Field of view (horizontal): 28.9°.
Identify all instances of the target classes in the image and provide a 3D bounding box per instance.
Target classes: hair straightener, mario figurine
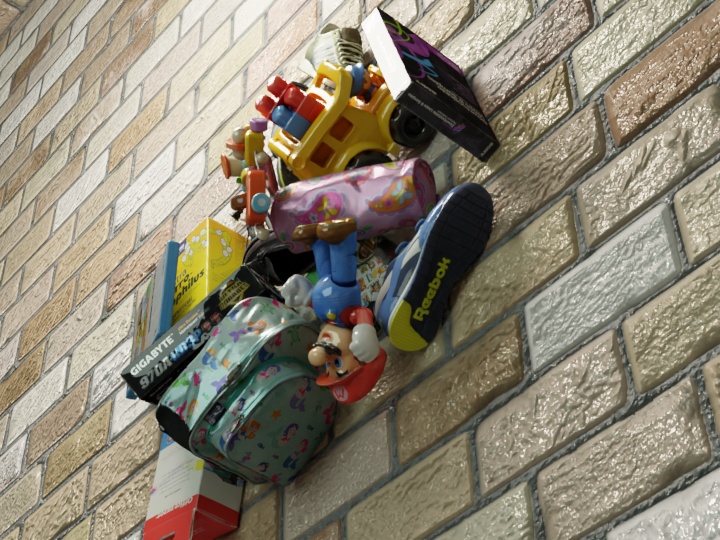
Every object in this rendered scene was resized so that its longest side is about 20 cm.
[{"bbox_3d":[-0.140,-0.076,1.933,0.077,0.041,0.201,-27,58,13],"label":"hair straightener"},{"bbox_3d":[-0.035,0.048,1.517,0.123,0.106,0.201,-42,-58,-86],"label":"mario figurine"}]

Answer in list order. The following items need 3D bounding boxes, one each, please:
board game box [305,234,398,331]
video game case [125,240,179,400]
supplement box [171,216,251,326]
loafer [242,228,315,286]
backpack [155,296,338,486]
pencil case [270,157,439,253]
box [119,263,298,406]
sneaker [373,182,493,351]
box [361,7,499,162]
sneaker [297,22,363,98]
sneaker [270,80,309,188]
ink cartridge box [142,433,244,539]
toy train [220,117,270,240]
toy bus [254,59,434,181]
[{"bbox_3d":[0.000,0.000,1.705,0.105,0.023,0.200,-59,29,5],"label":"board game box"},{"bbox_3d":[-0.281,0.070,1.882,0.200,0.018,0.144,126,151,-53],"label":"video game case"},{"bbox_3d":[-0.195,0.047,1.882,0.109,0.109,0.200,-43,33,29],"label":"supplement box"},{"bbox_3d":[-0.097,-0.017,1.789,0.200,0.072,0.063,-34,35,46],"label":"loafer"},{"bbox_3d":[-0.115,0.139,1.611,0.150,0.177,0.200,26,81,38],"label":"backpack"},{"bbox_3d":[-0.008,-0.075,1.653,0.199,0.088,0.088,-12,50,21],"label":"pencil case"},{"bbox_3d":[-0.180,0.088,1.698,0.200,0.159,0.046,-42,72,1],"label":"box"},{"bbox_3d":[0.074,-0.012,1.549,0.200,0.074,0.082,-59,27,0],"label":"sneaker"},{"bbox_3d":[0.081,-0.222,1.651,0.036,0.143,0.200,-46,33,21],"label":"box"},{"bbox_3d":[-0.029,-0.302,1.971,0.090,0.067,0.200,-62,25,7],"label":"sneaker"},{"bbox_3d":[-0.092,-0.172,1.972,0.081,0.074,0.201,121,157,-45],"label":"sneaker"},{"bbox_3d":[-0.204,0.273,1.737,0.116,0.067,0.201,-32,39,40],"label":"ink cartridge box"},{"bbox_3d":[-0.143,-0.106,1.711,0.200,0.055,0.151,148,122,-81],"label":"toy train"},{"bbox_3d":[-0.027,-0.195,1.744,0.200,0.192,0.136,-53,28,2],"label":"toy bus"}]
